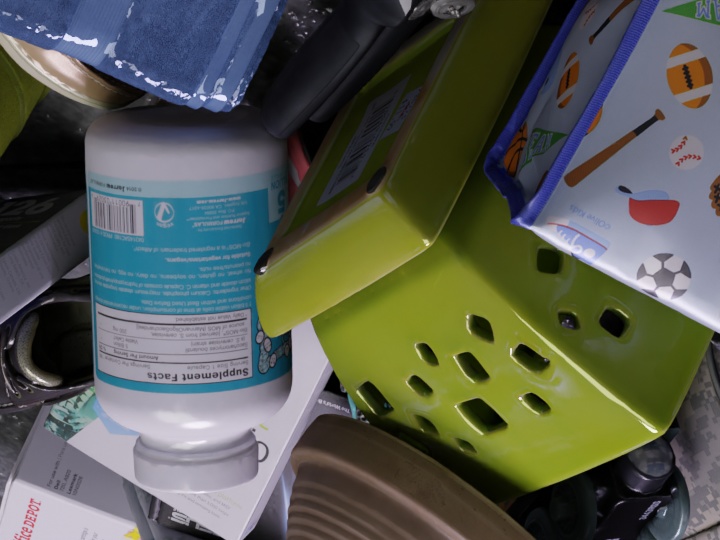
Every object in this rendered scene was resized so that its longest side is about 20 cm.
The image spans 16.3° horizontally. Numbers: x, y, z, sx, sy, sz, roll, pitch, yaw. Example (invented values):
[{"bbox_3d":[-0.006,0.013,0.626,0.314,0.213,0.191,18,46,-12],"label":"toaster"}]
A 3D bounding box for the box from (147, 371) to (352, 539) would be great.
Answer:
[{"bbox_3d":[-0.021,0.109,1.601,0.199,0.086,0.165,19,131,3],"label":"box"}]

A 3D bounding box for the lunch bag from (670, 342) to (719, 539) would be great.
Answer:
[{"bbox_3d":[0.213,0.108,1.453,0.168,0.139,0.200,53,147,-1],"label":"lunch bag"}]

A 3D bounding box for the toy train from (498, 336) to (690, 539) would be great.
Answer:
[{"bbox_3d":[0.121,0.124,1.421,0.085,0.115,0.200,-2,151,-21],"label":"toy train"}]

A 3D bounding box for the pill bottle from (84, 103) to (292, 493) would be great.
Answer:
[{"bbox_3d":[-0.092,0.015,1.360,0.110,0.111,0.202,5,105,24],"label":"pill bottle"}]

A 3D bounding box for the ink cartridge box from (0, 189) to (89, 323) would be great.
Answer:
[{"bbox_3d":[-0.252,-0.008,1.524,0.197,0.200,0.047,-6,114,37],"label":"ink cartridge box"}]

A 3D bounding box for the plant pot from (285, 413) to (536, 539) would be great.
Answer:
[{"bbox_3d":[0.028,0.175,1.336,0.200,0.093,0.201,35,163,12],"label":"plant pot"}]

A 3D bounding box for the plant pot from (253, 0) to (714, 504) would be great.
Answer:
[{"bbox_3d":[0.070,-0.020,1.275,0.181,0.201,0.199,36,150,-15],"label":"plant pot"}]

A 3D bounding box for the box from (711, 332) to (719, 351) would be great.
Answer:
[{"bbox_3d":[0.294,0.006,1.248,0.199,0.123,0.106,-9,139,41],"label":"box"}]

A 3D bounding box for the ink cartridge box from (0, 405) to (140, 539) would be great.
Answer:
[{"bbox_3d":[-0.162,0.182,1.863,0.199,0.084,0.145,21,151,-3],"label":"ink cartridge box"}]

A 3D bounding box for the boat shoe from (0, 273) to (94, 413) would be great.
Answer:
[{"bbox_3d":[-0.184,0.042,1.476,0.200,0.066,0.072,-18,96,23],"label":"boat shoe"}]

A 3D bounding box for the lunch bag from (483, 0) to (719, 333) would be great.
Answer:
[{"bbox_3d":[0.177,-0.083,1.132,0.169,0.201,0.124,25,-167,-15],"label":"lunch bag"}]

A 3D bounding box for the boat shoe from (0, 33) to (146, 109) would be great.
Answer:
[{"bbox_3d":[-0.162,-0.157,1.304,0.066,0.074,0.200,-1,145,42],"label":"boat shoe"}]

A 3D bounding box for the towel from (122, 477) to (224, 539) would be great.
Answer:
[{"bbox_3d":[-0.057,0.191,1.665,0.170,0.200,0.048,-1,127,-23],"label":"towel"}]

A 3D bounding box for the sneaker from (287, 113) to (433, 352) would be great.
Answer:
[{"bbox_3d":[0.000,0.000,1.415,0.087,0.074,0.201,-22,99,46],"label":"sneaker"}]

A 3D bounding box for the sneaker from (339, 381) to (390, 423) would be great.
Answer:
[{"bbox_3d":[0.033,0.064,1.472,0.091,0.201,0.078,27,-165,4],"label":"sneaker"}]

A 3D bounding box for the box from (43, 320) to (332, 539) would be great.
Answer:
[{"bbox_3d":[-0.090,0.046,1.500,0.144,0.036,0.201,30,112,8],"label":"box"}]

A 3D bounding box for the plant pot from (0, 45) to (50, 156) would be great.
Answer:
[{"bbox_3d":[-0.296,-0.073,1.405,0.199,0.194,0.201,15,151,9],"label":"plant pot"}]

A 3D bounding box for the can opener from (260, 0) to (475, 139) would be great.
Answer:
[{"bbox_3d":[0.004,-0.126,1.245,0.063,0.079,0.200,-18,160,-28],"label":"can opener"}]

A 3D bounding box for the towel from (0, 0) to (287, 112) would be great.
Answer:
[{"bbox_3d":[-0.131,-0.157,1.243,0.199,0.049,0.112,21,113,-23],"label":"towel"}]
